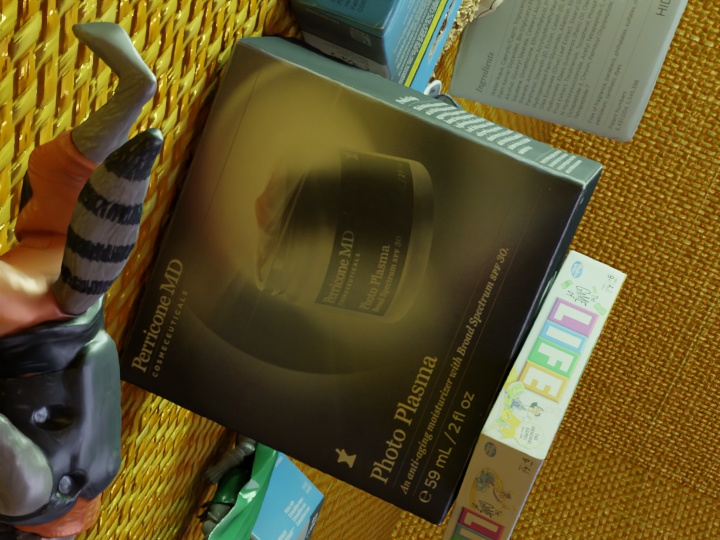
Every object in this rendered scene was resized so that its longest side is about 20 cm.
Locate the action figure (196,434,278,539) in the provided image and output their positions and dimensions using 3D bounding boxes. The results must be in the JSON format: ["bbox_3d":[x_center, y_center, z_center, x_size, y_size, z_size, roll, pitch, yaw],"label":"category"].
[{"bbox_3d":[-0.098,0.177,1.175,0.118,0.055,0.200,100,9,-52],"label":"action figure"}]

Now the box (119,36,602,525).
[{"bbox_3d":[0.000,0.000,0.830,0.123,0.198,0.200,-31,143,-74],"label":"box"}]

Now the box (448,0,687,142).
[{"bbox_3d":[0.188,-0.258,1.320,0.199,0.171,0.200,-76,-178,-52],"label":"box"}]

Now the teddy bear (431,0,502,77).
[{"bbox_3d":[0.062,-0.200,1.150,0.145,0.067,0.200,-68,172,18],"label":"teddy bear"}]

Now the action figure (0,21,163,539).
[{"bbox_3d":[-0.124,0.037,0.503,0.200,0.104,0.194,-58,158,-56],"label":"action figure"}]

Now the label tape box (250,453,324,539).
[{"bbox_3d":[-0.089,0.255,1.401,0.143,0.066,0.200,-46,158,-68],"label":"label tape box"}]

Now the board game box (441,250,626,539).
[{"bbox_3d":[0.086,0.102,0.846,0.135,0.034,0.200,-59,168,-37],"label":"board game box"}]

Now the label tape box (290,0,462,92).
[{"bbox_3d":[0.022,-0.187,0.939,0.200,0.063,0.144,64,49,-79],"label":"label tape box"}]

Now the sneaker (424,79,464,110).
[{"bbox_3d":[0.063,-0.114,1.252,0.109,0.070,0.200,-47,-177,31],"label":"sneaker"}]
